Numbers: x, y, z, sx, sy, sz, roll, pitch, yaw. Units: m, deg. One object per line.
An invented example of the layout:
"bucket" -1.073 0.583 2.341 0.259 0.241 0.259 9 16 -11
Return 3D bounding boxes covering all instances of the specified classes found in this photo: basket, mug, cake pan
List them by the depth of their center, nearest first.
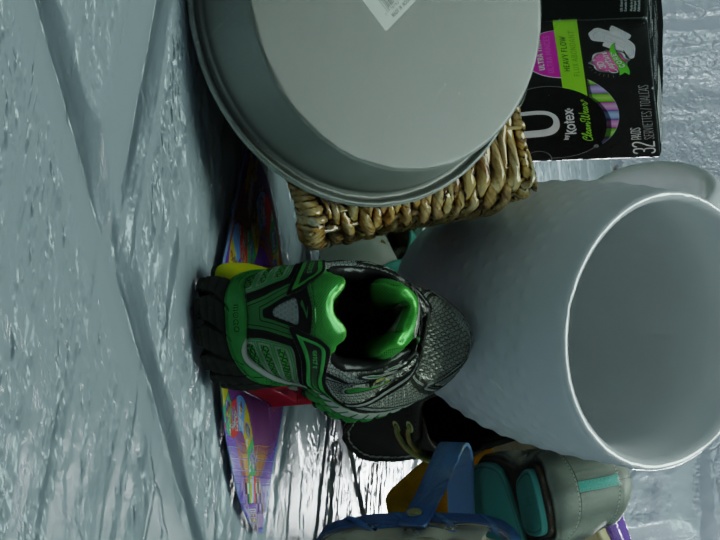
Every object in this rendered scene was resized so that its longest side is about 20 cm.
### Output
"cake pan" 0.009 -0.133 1.474 0.037 0.199 0.202 -10 -99 58
"basket" -0.017 -0.114 1.562 0.143 0.148 0.201 -10 -89 59
"mug" 0.122 0.008 1.632 0.200 0.175 0.148 -44 120 -26
"basket" 0.039 0.212 1.680 0.200 0.138 0.177 -64 150 -66

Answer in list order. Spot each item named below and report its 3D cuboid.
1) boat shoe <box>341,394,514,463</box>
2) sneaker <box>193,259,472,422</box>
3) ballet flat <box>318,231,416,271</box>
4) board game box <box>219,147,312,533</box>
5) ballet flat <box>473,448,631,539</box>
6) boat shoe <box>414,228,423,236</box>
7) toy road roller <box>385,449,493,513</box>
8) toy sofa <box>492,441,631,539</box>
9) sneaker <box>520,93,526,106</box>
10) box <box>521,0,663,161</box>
"boat shoe" 0.053 0.080 1.778 0.072 0.201 0.061 39 50 -22
"sneaker" 0.004 0.035 1.481 0.200 0.085 0.079 5 82 -59
"ballet flat" 0.000 0.000 1.768 0.200 0.067 0.071 -59 131 -80
"board game box" -0.038 0.033 1.552 0.200 0.039 0.159 -82 167 -52
"ballet flat" 0.111 0.131 1.707 0.200 0.063 0.068 151 -74 -78
"boat shoe" 0.035 -0.059 1.857 0.060 0.074 0.200 -57 169 -14
"toy road roller" 0.093 0.192 1.882 0.123 0.199 0.147 -38 125 -41
"toy sofa" 0.136 0.144 1.801 0.098 0.083 0.201 -48 -136 34
"sneaker" 0.047 -0.184 1.850 0.201 0.075 0.116 60 12 -1
"box" 0.095 -0.160 1.958 0.149 0.199 0.125 76 15 -53
